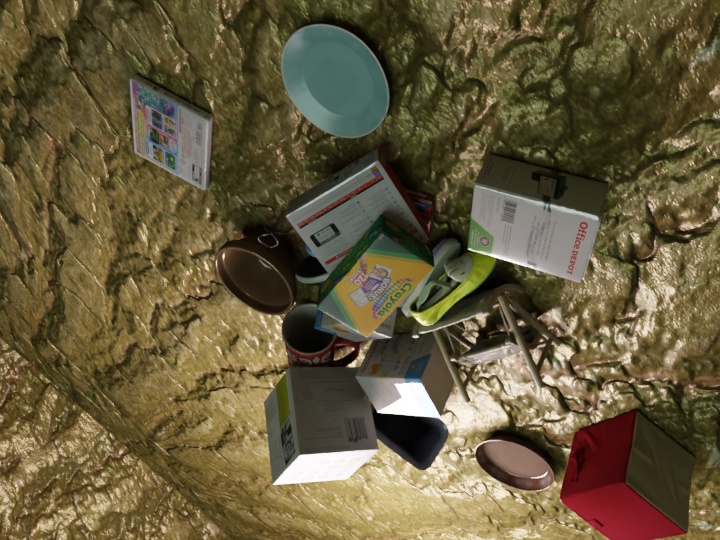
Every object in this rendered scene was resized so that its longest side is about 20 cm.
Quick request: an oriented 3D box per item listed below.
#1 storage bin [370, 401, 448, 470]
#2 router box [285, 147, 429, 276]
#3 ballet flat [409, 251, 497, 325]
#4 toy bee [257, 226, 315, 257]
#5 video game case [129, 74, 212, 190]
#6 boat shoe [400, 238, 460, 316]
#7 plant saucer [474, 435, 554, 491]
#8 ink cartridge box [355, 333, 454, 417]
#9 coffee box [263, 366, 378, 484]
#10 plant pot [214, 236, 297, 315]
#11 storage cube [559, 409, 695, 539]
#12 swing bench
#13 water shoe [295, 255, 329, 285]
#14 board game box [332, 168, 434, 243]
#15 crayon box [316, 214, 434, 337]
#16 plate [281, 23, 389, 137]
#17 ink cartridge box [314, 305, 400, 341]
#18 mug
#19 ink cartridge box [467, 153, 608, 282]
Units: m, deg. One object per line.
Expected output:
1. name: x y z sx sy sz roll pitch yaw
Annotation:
1. storage bin: 0.101 0.366 1.682 0.198 0.147 0.134 37 169 -8
2. router box: -0.004 -0.087 1.219 0.197 0.049 0.181 -27 119 18
3. ballet flat: 0.163 0.023 1.247 0.066 0.068 0.200 29 118 -32
4. toy bee: -0.081 -0.091 1.317 0.196 0.111 0.131 21 149 -18
5. video game case: -0.383 -0.275 1.395 0.179 0.024 0.202 28 143 6
6. boat shoe: 0.118 0.002 1.307 0.072 0.069 0.203 52 135 24
7. plant saucer: 0.373 0.460 1.663 0.196 0.035 0.203 19 141 16
8. ink cartridge box: 0.093 0.230 1.527 0.196 0.130 0.127 -5 130 36
9. coffee box: -0.098 0.359 1.595 0.195 0.204 0.199 5 145 -27
10. plant pot: -0.215 -0.005 1.515 0.196 0.094 0.204 19 140 17
11. storage cube: 0.539 0.422 1.395 0.199 0.173 0.180 38 141 -9
12. swing bench: 0.240 0.126 1.321 0.197 0.130 0.201 -22 113 47
13. water shoe: -0.049 0.015 1.394 0.196 0.072 0.079 -1 138 41
14. board game box: 0.041 -0.120 1.275 0.195 0.020 0.104 18 141 17
15. crayon box: 0.024 0.014 1.219 0.117 0.059 0.201 30 120 -20
16. plate: -0.039 -0.309 1.121 0.195 0.026 0.203 18 140 16
17. ink cartridge box: -0.003 0.097 1.436 0.113 0.070 0.199 19 162 -25
18. mug: -0.102 0.202 1.629 0.175 0.134 0.202 30 147 18
19. ink cartridge box: 0.278 -0.083 1.098 0.195 0.085 0.148 18 141 17
